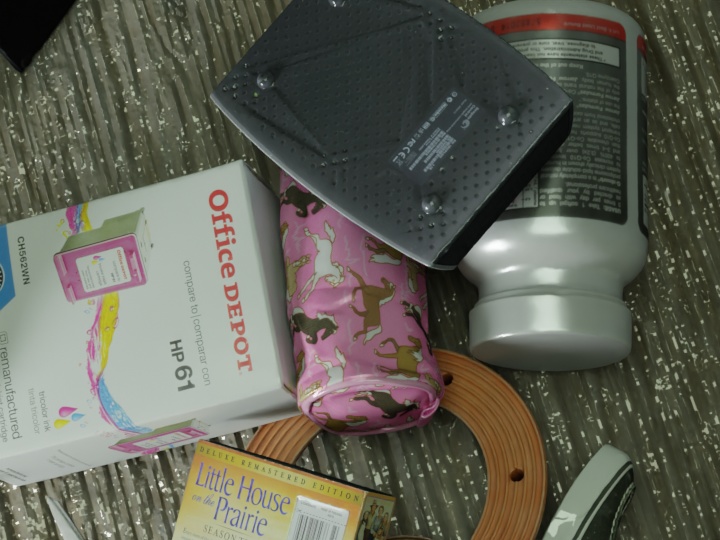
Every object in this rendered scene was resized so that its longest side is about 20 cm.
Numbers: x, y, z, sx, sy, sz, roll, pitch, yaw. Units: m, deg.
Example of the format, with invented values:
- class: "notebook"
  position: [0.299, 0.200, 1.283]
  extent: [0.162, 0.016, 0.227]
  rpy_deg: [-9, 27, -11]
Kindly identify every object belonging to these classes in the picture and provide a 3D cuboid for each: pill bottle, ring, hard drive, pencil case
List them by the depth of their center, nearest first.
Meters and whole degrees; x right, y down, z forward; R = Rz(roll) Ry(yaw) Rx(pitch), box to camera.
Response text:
- class: "hard drive"
  position: [0.019, -0.091, 1.247]
  extent: [0.135, 0.042, 0.200]
  rpy_deg: [-49, 55, -4]
- class: "ring"
  position: [0.014, 0.135, 1.266]
  extent: [0.200, 0.019, 0.201]
  rpy_deg: [-12, 55, 18]
- class: "pill bottle"
  position: [0.112, -0.049, 1.285]
  extent: [0.115, 0.116, 0.201]
  rpy_deg: [0, 74, 8]
- class: "pencil case"
  position: [0.000, 0.000, 1.287]
  extent: [0.086, 0.083, 0.201]
  rpy_deg: [-18, 58, 25]

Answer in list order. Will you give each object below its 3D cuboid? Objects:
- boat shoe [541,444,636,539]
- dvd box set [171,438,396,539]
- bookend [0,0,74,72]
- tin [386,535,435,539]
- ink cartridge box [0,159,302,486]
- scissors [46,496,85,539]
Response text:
- class: "boat shoe"
  position: [0.121, 0.194, 1.231]
  extent: [0.063, 0.071, 0.200]
  rpy_deg: [21, 67, 14]
- class: "dvd box set"
  position: [-0.062, 0.206, 1.222]
  extent: [0.146, 0.029, 0.201]
  rpy_deg: [11, 85, 45]
- class: "bookend"
  position: [-0.248, -0.270, 1.409]
  extent: [0.198, 0.092, 0.200]
  rpy_deg: [32, 83, 16]
- class: "tin"
  position: [-0.003, 0.244, 1.262]
  extent: [0.112, 0.042, 0.200]
  rpy_deg: [41, 83, 12]
- class: "ink cartridge box"
  position: [-0.138, 0.032, 1.306]
  extent: [0.199, 0.085, 0.145]
  rpy_deg: [-15, 73, 8]
- class: "scissors"
  position: [-0.144, 0.205, 1.268]
  extent: [0.200, 0.014, 0.073]
  rpy_deg: [32, 102, 43]
